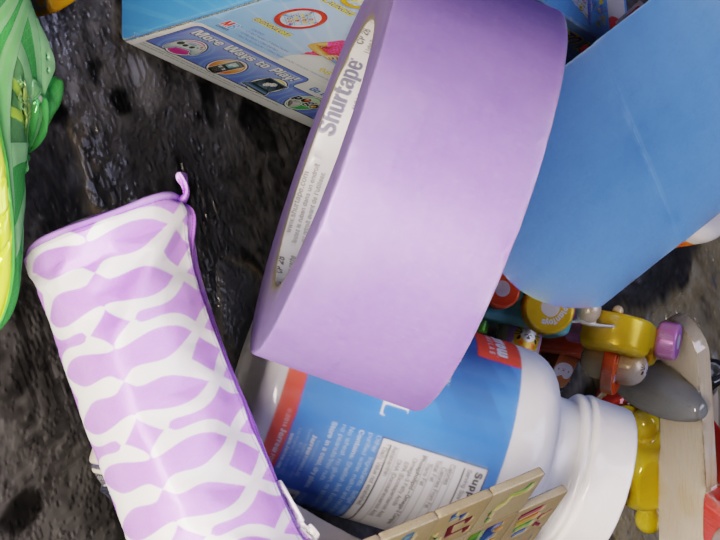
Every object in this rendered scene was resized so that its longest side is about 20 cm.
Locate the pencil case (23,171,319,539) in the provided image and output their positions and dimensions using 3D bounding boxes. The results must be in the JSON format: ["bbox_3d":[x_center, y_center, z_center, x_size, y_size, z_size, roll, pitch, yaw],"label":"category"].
[{"bbox_3d":[-0.084,0.064,1.091,0.084,0.085,0.201,-22,90,-85],"label":"pencil case"}]

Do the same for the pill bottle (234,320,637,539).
[{"bbox_3d":[0.036,0.082,1.239,0.199,0.112,0.113,17,61,-11],"label":"pill bottle"}]

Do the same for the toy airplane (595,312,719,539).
[{"bbox_3d":[0.199,0.143,1.537,0.199,0.141,0.201,122,-43,-73],"label":"toy airplane"}]

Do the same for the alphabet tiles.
[{"bbox_3d":[0.007,0.161,1.152,0.200,0.167,0.006,-19,62,-35],"label":"alphabet tiles"}]

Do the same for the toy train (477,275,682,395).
[{"bbox_3d":[0.103,0.042,1.441,0.200,0.150,0.056,18,81,-47],"label":"toy train"}]

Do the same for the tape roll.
[{"bbox_3d":[0.020,-0.042,1.122,0.085,0.200,0.201,19,57,-7],"label":"tape roll"}]

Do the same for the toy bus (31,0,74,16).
[{"bbox_3d":[-0.099,-0.199,1.193,0.200,0.078,0.065,-43,118,-41],"label":"toy bus"}]

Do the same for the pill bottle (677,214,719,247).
[{"bbox_3d":[0.112,-0.058,1.402,0.109,0.199,0.110,20,66,-55],"label":"pill bottle"}]

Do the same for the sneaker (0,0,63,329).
[{"bbox_3d":[-0.166,-0.064,1.081,0.083,0.074,0.201,13,71,-52],"label":"sneaker"}]

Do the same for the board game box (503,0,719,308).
[{"bbox_3d":[0.139,-0.074,1.269,0.200,0.039,0.158,-38,134,-7],"label":"board game box"}]

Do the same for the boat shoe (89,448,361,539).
[{"bbox_3d":[-0.066,0.155,1.194,0.200,0.075,0.093,31,75,-37],"label":"boat shoe"}]

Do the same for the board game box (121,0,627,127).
[{"bbox_3d":[0.011,-0.141,1.264,0.200,0.195,0.056,22,60,-55],"label":"board game box"}]
